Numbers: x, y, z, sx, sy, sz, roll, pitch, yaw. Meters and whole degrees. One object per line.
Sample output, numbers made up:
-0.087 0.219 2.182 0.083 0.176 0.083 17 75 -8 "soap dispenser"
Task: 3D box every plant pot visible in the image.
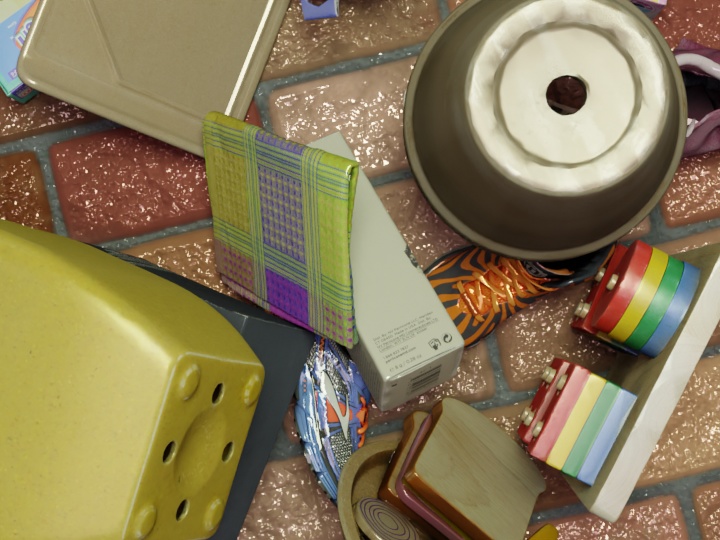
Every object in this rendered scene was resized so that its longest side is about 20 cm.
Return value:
0.124 -0.104 0.705 0.200 0.174 0.200 0 91 4 "plant pot"
-0.179 0.082 0.680 0.200 0.195 0.194 16 87 23 "plant pot"

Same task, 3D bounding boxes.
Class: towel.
-0.061 -0.035 0.811 0.023 0.200 0.144 -15 114 -32 "towel"

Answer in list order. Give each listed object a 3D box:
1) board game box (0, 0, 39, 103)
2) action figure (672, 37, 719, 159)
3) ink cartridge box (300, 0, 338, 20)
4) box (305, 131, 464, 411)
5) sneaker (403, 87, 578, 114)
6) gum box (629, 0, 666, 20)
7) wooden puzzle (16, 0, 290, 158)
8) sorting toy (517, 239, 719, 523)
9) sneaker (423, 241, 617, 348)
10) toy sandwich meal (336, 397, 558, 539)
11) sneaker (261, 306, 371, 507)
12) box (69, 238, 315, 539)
-0.280 -0.262 0.896 0.152 0.045 0.200 -36 89 0 "board game box"
0.324 -0.137 0.839 0.200 0.149 0.134 4 83 15 "action figure"
-0.014 -0.293 0.834 0.076 0.136 0.200 23 84 -34 "ink cartridge box"
0.000 0.000 0.836 0.068 0.082 0.200 -25 70 -12 "box"
0.129 -0.110 0.851 0.200 0.115 0.076 19 90 1 "sneaker"
0.209 -0.313 0.875 0.113 0.066 0.200 16 90 2 "gum box"
-0.154 -0.207 0.866 0.185 0.037 0.200 21 87 -31 "wooden puzzle"
0.186 0.065 0.806 0.070 0.200 0.199 27 90 5 "sorting toy"
0.111 0.002 0.851 0.200 0.112 0.078 -35 88 2 "sneaker"
0.073 0.187 0.813 0.205 0.205 0.070 41 118 1 "toy sandwich meal"
-0.017 0.106 0.874 0.078 0.075 0.200 -18 91 -2 "sneaker"
-0.163 0.103 0.828 0.182 0.104 0.200 22 90 29 "box"
